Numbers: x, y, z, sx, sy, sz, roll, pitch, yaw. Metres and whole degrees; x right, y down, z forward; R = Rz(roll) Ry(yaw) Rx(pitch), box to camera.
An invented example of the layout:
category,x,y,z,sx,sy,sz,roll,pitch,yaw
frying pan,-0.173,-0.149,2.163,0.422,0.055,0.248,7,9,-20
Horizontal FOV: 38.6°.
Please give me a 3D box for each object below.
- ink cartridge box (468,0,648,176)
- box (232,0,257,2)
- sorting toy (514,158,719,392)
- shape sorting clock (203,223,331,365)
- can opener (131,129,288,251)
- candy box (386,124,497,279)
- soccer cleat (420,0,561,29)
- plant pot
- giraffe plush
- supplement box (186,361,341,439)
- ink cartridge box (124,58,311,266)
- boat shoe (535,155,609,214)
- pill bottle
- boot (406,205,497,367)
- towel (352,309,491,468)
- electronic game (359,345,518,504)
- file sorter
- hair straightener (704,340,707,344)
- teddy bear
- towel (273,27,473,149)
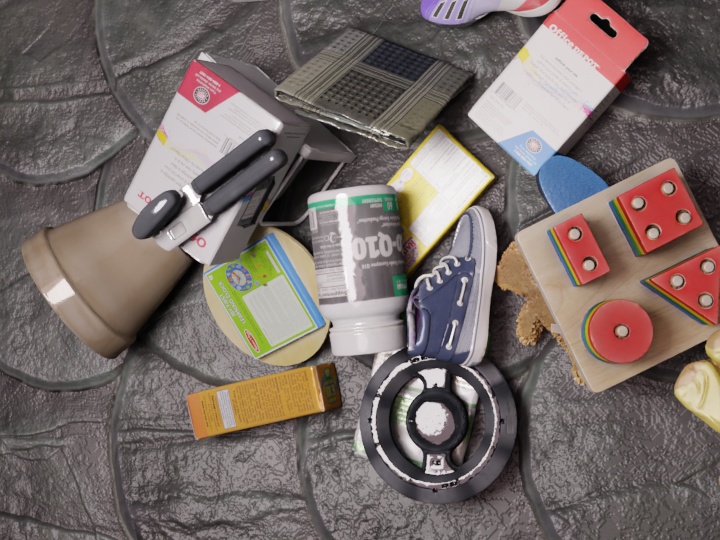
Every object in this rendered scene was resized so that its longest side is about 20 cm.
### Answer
category,x,y,z,sx,sy,sz,roll,pitch,yaw
ink cartridge box,0.239,-0.223,1.227,0.116,0.067,0.200,45,105,15
box,-0.099,-0.429,1.345,0.199,0.097,0.125,3,91,22
sorting toy,0.304,0.004,1.125,0.199,0.070,0.200,-26,86,-1
shape sorting clock,-0.124,0.033,1.364,0.199,0.039,0.201,9,113,22
can opener,-0.175,-0.088,1.162,0.199,0.067,0.054,-33,85,23
candy box,0.073,-0.078,1.316,0.102,0.026,0.200,45,106,13
soccer cleat,0.146,-0.340,1.236,0.199,0.073,0.069,7,69,42
plant pot,-0.329,-0.008,1.403,0.173,0.200,0.200,-35,77,1
giraffe plush,0.457,0.160,1.104,0.172,0.162,0.201,-26,60,27
supplement box,-0.129,0.174,1.376,0.199,0.066,0.069,-17,84,21
ink cartridge box,-0.173,-0.130,1.239,0.147,0.086,0.201,37,110,16
boat shoe,0.277,-0.047,1.198,0.084,0.069,0.200,-41,86,-2
pill bottle,0.000,0.000,1.273,0.112,0.113,0.201,-7,90,21
boot,0.108,0.012,1.242,0.090,0.073,0.201,10,72,-19
towel,0.080,0.159,1.317,0.148,0.031,0.201,15,93,18
electronic game,0.095,0.187,1.272,0.199,0.042,0.201,-2,81,15
file sorter,-0.137,-0.168,1.341,0.200,0.139,0.125,43,108,16
hair straightener,0.400,0.049,1.186,0.199,0.041,0.077,-23,82,16
teddy bear,0.249,0.044,1.221,0.200,0.067,0.146,37,127,28
towel,0.017,-0.223,1.264,0.192,0.200,0.035,24,134,18
